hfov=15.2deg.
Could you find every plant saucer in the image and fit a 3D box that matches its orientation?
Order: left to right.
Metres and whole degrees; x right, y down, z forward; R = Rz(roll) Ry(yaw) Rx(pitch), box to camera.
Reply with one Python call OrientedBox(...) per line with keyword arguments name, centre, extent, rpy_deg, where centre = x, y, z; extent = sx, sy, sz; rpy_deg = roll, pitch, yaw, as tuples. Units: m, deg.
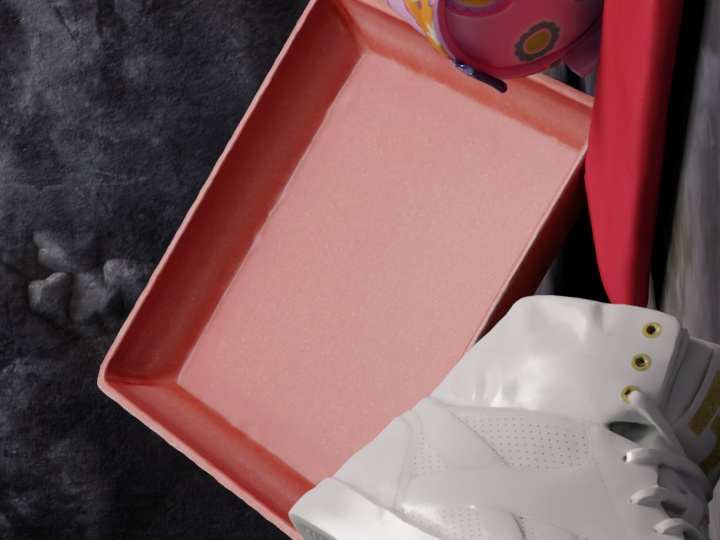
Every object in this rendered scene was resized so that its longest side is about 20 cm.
OrientedBox(name="plant saucer", centre=(0.000, 0.000, 1.079), extent=(0.199, 0.037, 0.200), rpy_deg=(31, 90, 51))

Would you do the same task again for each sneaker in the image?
OrientedBox(name="sneaker", centre=(0.077, 0.065, 0.717), extent=(0.200, 0.116, 0.074), rpy_deg=(28, 158, 49))

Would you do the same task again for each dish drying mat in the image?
OrientedBox(name="dish drying mat", centre=(0.093, -0.069, 0.895), extent=(0.200, 0.018, 0.077), rpy_deg=(91, 177, -53))

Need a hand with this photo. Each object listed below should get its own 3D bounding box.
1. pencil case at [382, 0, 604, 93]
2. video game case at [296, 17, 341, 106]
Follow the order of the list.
OrientedBox(name="pencil case", centre=(0.025, -0.139, 1.011), extent=(0.200, 0.087, 0.088), rpy_deg=(-134, 36, -52))
OrientedBox(name="video game case", centre=(0.037, 0.005, 1.201), extent=(0.181, 0.025, 0.200), rpy_deg=(68, 177, -48))
